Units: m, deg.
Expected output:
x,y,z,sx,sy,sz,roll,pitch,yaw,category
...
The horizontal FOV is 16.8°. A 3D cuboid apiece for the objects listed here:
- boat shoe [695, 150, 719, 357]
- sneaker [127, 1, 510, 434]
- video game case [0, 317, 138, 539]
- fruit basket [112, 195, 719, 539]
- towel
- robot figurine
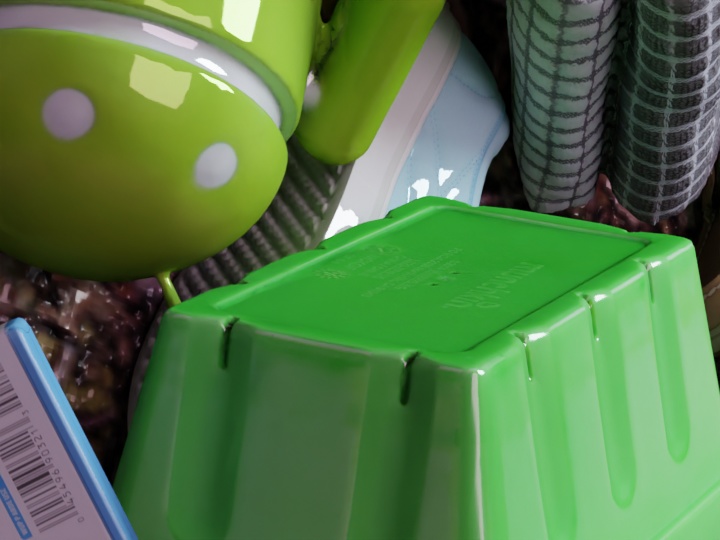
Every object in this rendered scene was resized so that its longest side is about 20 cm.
x,y,z,sx,sy,sz,roll,pitch,yaw,category
0.161,-0.050,0.952,0.066,0.074,0.200,42,51,-11,boat shoe
0.000,0.000,0.796,0.082,0.074,0.200,46,58,-27,sneaker
-0.140,0.119,0.596,0.199,0.018,0.144,-26,97,1,video game case
0.010,0.094,0.695,0.215,0.155,0.217,-33,128,-57,fruit basket
0.098,-0.139,0.855,0.085,0.166,0.201,3,67,6,towel
-0.069,-0.087,0.730,0.175,0.116,0.201,18,68,-18,robot figurine
